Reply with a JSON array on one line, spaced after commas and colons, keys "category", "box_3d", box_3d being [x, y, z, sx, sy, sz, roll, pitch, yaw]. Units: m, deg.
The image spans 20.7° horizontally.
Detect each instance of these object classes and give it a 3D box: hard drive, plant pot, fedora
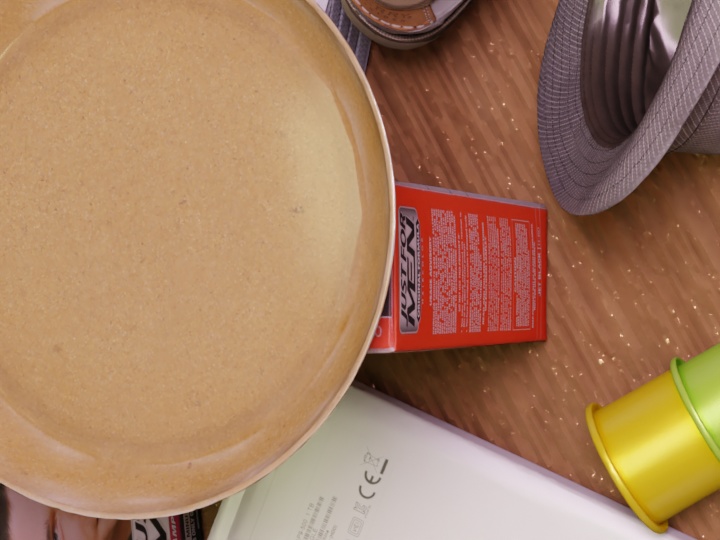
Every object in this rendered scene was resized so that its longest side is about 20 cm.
[{"category": "hard drive", "box_3d": [0.031, 0.135, 0.844, 0.199, 0.027, 0.132, 24, 98, 20]}, {"category": "plant pot", "box_3d": [-0.077, -0.017, 0.672, 0.199, 0.027, 0.201, -1, 89, 22]}, {"category": "fedora", "box_3d": [0.144, -0.111, 0.753, 0.090, 0.177, 0.201, 11, 117, -12]}]

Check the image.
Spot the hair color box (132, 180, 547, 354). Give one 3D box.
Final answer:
[{"category": "hair color box", "box_3d": [0.000, 0.000, 0.763, 0.101, 0.200, 0.062, 0, 89, 21]}]

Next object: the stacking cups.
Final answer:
[{"category": "stacking cups", "box_3d": [0.188, 0.030, 0.774, 0.200, 0.060, 0.061, -31, 79, 13]}]

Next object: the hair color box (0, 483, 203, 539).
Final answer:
[{"category": "hair color box", "box_3d": [-0.134, 0.095, 0.813, 0.060, 0.200, 0.099, -7, 87, 21]}]

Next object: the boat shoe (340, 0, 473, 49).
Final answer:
[{"category": "boat shoe", "box_3d": [0.063, -0.179, 0.787, 0.075, 0.068, 0.200, 31, 83, 0]}]

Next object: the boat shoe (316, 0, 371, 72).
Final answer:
[{"category": "boat shoe", "box_3d": [-0.049, -0.057, 0.849, 0.067, 0.074, 0.201, 17, 96, 18]}]
